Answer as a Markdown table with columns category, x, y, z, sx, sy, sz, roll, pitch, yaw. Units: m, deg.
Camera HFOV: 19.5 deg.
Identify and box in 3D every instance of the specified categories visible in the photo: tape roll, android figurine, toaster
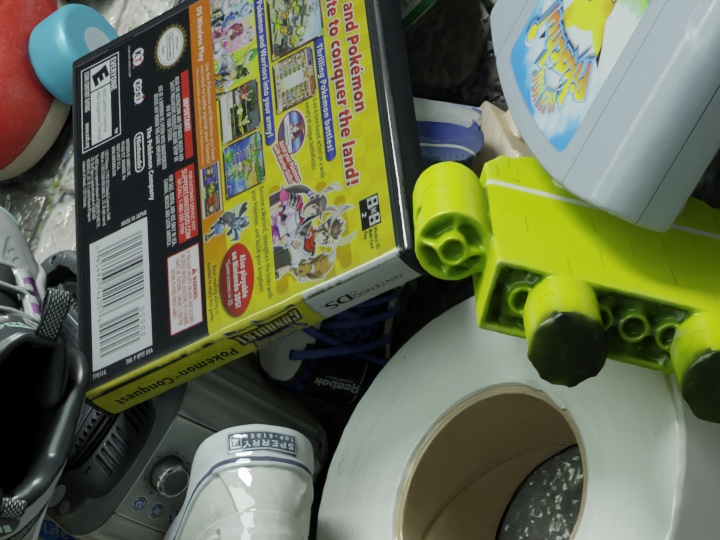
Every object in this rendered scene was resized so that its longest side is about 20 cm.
| category | x | y | z | sx | sy | sz | roll | pitch | yaw |
| --- | --- | --- | --- | --- | --- | --- | --- | --- | --- |
| tape roll | 0.076 | 0.110 | 0.909 | 0.202 | 0.071 | 0.203 | -23 | 53 | 35 |
| android figurine | 0.109 | -0.003 | 0.872 | 0.200 | 0.181 | 0.041 | -83 | 8 | -66 |
| toaster | -0.108 | 0.074 | 1.061 | 0.114 | 0.129 | 0.200 | -57 | 38 | 3 |

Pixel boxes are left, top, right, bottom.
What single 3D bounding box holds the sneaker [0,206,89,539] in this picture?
| category | x | y | z | sx | sy | sz | roll | pitch | yaw |
| --- | --- | --- | --- | --- | --- | --- | --- | --- | --- |
| sneaker | -0.158 | 0.032 | 0.946 | 0.140 | 0.077 | 0.201 | 129 | 139 | -52 |

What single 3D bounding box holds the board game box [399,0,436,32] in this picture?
| category | x | y | z | sx | sy | sz | roll | pitch | yaw |
| --- | --- | --- | --- | --- | --- | --- | --- | --- | --- |
| board game box | -0.027 | -0.095 | 1.096 | 0.200 | 0.029 | 0.135 | -44 | 6 | 19 |

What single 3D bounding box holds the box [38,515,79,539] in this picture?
| category | x | y | z | sx | sy | sz | roll | pitch | yaw |
| --- | --- | --- | --- | --- | --- | --- | --- | --- | --- |
| box | -0.204 | 0.157 | 1.063 | 0.095 | 0.200 | 0.100 | -45 | 44 | 16 |

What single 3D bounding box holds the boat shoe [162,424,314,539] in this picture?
| category | x | y | z | sx | sy | sz | roll | pitch | yaw |
| --- | --- | --- | --- | --- | --- | --- | --- | --- | --- |
| boat shoe | -0.052 | 0.155 | 0.952 | 0.202 | 0.074 | 0.086 | 110 | 160 | -55 |

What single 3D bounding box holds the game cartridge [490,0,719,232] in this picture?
| category | x | y | z | sx | sy | sz | roll | pitch | yaw |
| --- | --- | --- | --- | --- | --- | --- | --- | --- | --- |
| game cartridge | 0.110 | -0.107 | 0.877 | 0.200 | 0.040 | 0.134 | -109 | 39 | -58 |

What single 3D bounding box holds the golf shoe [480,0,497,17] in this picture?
| category | x | y | z | sx | sy | sz | roll | pitch | yaw |
| --- | --- | --- | --- | --- | --- | --- | --- | --- | --- |
| golf shoe | 0.079 | -0.203 | 1.059 | 0.078 | 0.094 | 0.201 | -33 | 47 | 30 |

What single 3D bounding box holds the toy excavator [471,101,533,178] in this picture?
| category | x | y | z | sx | sy | sz | roll | pitch | yaw |
| --- | --- | --- | --- | --- | --- | --- | --- | --- | --- |
| toy excavator | 0.146 | -0.110 | 0.958 | 0.195 | 0.100 | 0.200 | -64 | 28 | -2 |

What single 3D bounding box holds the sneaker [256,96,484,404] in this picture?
| category | x | y | z | sx | sy | sz | roll | pitch | yaw |
| --- | --- | --- | --- | --- | --- | --- | --- | --- | --- |
| sneaker | 0.000 | 0.000 | 1.030 | 0.199 | 0.080 | 0.116 | -39 | 52 | 54 |

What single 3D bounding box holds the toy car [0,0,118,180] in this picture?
| category | x | y | z | sx | sy | sz | roll | pitch | yaw |
| --- | --- | --- | --- | --- | --- | --- | --- | --- | --- |
| toy car | -0.281 | -0.163 | 1.315 | 0.184 | 0.200 | 0.178 | -30 | 50 | 31 |

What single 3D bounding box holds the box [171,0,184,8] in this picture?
| category | x | y | z | sx | sy | sz | roll | pitch | yaw |
| --- | --- | --- | --- | --- | --- | --- | --- | --- | --- |
| box | -0.068 | -0.159 | 1.149 | 0.200 | 0.049 | 0.162 | 157 | 132 | -74 |

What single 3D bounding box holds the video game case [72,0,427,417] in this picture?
| category | x | y | z | sx | sy | sz | roll | pitch | yaw |
| --- | --- | --- | --- | --- | --- | --- | --- | --- | --- |
| video game case | -0.056 | -0.052 | 0.968 | 0.180 | 0.025 | 0.201 | -25 | 52 | 25 |
